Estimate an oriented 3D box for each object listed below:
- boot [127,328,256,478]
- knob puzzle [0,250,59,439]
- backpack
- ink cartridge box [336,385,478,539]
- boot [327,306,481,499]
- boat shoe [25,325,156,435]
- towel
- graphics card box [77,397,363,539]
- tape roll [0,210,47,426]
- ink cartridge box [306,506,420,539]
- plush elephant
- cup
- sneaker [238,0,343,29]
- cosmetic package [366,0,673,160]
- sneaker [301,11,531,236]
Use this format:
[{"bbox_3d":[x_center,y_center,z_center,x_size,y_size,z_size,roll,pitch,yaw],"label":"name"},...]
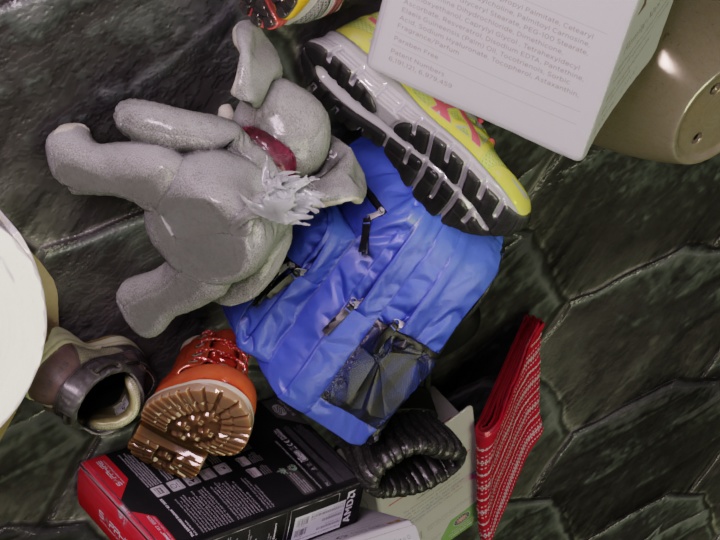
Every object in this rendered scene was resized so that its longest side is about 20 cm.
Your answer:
[{"bbox_3d":[-0.113,0.082,1.502,0.108,0.075,0.200,-64,-168,-20],"label":"boot"},{"bbox_3d":[-0.287,0.047,1.377,0.219,0.030,0.220,-30,145,-23],"label":"knob puzzle"},{"bbox_3d":[0.000,0.000,1.517,0.200,0.163,0.168,-48,128,11],"label":"backpack"},{"bbox_3d":[0.045,0.187,1.869,0.117,0.067,0.200,-32,147,-19],"label":"ink cartridge box"},{"bbox_3d":[0.050,0.098,1.686,0.210,0.158,0.080,-22,142,-30],"label":"boot"},{"bbox_3d":[-0.188,0.088,1.463,0.072,0.066,0.201,-50,164,3],"label":"boat shoe"},{"bbox_3d":[0.141,0.151,1.913,0.200,0.022,0.145,84,28,-52],"label":"towel"},{"bbox_3d":[-0.111,0.177,1.632,0.199,0.125,0.051,-18,133,-36],"label":"graphics card box"},{"bbox_3d":[-0.298,0.032,1.261,0.202,0.071,0.203,-15,122,-25],"label":"tape roll"},{"bbox_3d":[-0.070,0.243,1.688,0.197,0.044,0.200,-17,-176,-17],"label":"ink cartridge box"},{"bbox_3d":[-0.084,-0.071,1.364,0.165,0.199,0.155,62,37,-24],"label":"plush elephant"},{"bbox_3d":[0.238,-0.166,1.602,0.200,0.143,0.201,-29,145,-23],"label":"cup"},{"bbox_3d":[-0.007,-0.245,1.318,0.082,0.078,0.200,-9,143,-51],"label":"sneaker"},{"bbox_3d":[0.126,-0.218,1.348,0.167,0.166,0.201,-52,164,-48],"label":"cosmetic package"},{"bbox_3d":[0.055,-0.111,1.431,0.090,0.200,0.078,-40,172,-29],"label":"sneaker"}]
